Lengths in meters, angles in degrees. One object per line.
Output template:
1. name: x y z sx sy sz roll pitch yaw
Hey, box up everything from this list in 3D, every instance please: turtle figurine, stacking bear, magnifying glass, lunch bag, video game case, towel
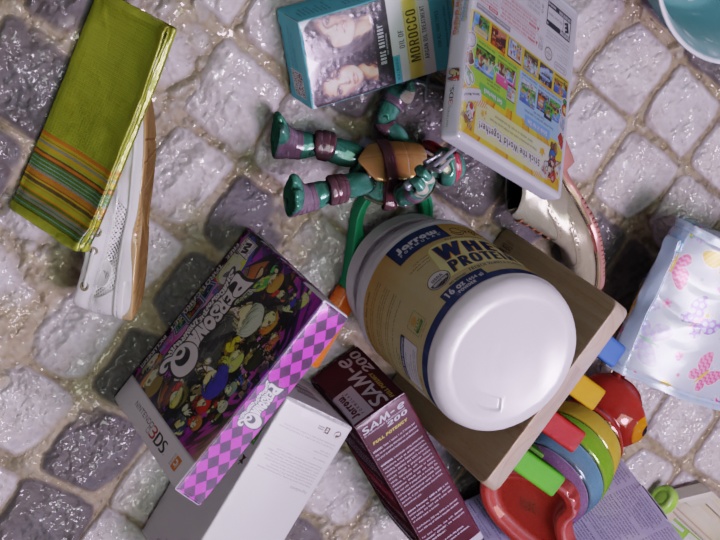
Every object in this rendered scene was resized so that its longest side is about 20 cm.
1. turtle figurine: 0.026 -0.099 1.461 0.198 0.150 0.101 -7 132 -15
2. stacking bear: 0.218 0.180 1.661 0.200 0.113 0.122 -43 143 -36
3. magnifying glass: 0.000 0.000 1.548 0.079 0.022 0.201 27 95 -33
4. lunch bag: 0.344 0.042 1.673 0.199 0.127 0.171 15 101 -42
5. video game case: -0.116 0.077 1.425 0.036 0.181 0.200 38 92 -33
6. video game case: 0.133 -0.175 1.449 0.200 0.023 0.184 23 70 -56
7. towel: -0.221 -0.122 1.352 0.018 0.086 0.201 1 115 -66

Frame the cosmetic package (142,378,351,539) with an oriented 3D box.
1. cosmetic package: -0.106 0.194 1.523 0.085 0.108 0.201 29 95 -32

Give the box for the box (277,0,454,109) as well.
1. box: 0.031 -0.212 1.456 0.199 0.049 0.083 -20 118 -19

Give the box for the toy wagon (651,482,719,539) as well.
1. toy wagon: 0.335 0.331 1.842 0.200 0.040 0.155 -49 123 0

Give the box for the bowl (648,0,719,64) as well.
1. bowl: 0.330 -0.302 1.536 0.199 0.105 0.202 -11 115 -23

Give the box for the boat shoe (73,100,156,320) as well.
1. boat shoe: -0.212 -0.059 1.388 0.069 0.071 0.202 8 101 2

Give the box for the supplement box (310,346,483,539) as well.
1. supplement box: 0.036 0.181 1.587 0.061 0.109 0.201 -35 123 -9

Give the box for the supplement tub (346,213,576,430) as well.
1. supplement tub: 0.083 0.040 1.476 0.143 0.200 0.146 -12 117 -24

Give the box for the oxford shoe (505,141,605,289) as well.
1. oxford shoe: 0.176 -0.059 1.586 0.073 0.071 0.201 -28 110 -10

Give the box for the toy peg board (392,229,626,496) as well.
1. toy peg board: 0.156 0.096 1.558 0.098 0.200 0.200 35 92 -34

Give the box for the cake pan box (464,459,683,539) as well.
1. cake pan box: 0.223 0.283 1.671 0.183 0.200 0.053 -24 142 -17
